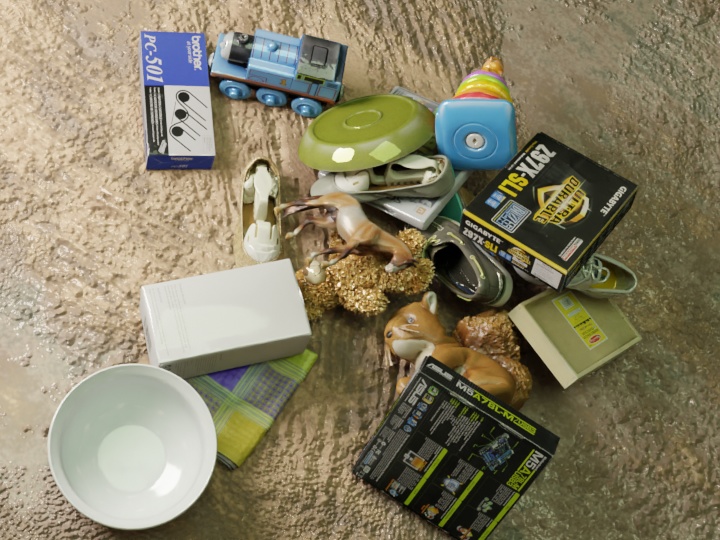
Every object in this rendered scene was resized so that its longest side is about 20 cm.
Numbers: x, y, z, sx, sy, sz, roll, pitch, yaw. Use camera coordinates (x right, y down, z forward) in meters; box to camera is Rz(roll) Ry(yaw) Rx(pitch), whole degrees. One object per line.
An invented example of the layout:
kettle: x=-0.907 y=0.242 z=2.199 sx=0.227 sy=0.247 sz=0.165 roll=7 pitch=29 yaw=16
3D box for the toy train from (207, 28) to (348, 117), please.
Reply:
toy train: x=-0.115 y=-0.287 z=1.767 sx=0.200 sy=0.114 sz=0.087 roll=13 pitch=64 yaw=-8

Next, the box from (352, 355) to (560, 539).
box: x=0.115 y=0.230 z=1.551 sx=0.193 sy=0.200 sz=0.048 roll=30 pitch=34 yaw=1

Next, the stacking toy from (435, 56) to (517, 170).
stacking toy: x=0.173 y=-0.239 z=1.749 sx=0.110 sy=0.116 sz=0.200 roll=2 pitch=42 yaw=14

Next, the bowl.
bowl: x=-0.278 y=0.222 z=1.517 sx=0.201 sy=0.090 sz=0.201 roll=5 pitch=67 yaw=-11

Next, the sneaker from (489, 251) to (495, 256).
sneaker: x=0.232 y=-0.037 z=1.733 sx=0.200 sy=0.076 sz=0.077 roll=13 pitch=51 yaw=-38

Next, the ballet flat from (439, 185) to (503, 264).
ballet flat: x=0.159 y=-0.053 z=1.757 sx=0.072 sy=0.068 sz=0.200 roll=-1 pitch=56 yaw=-32

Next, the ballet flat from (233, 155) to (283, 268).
ballet flat: x=-0.137 y=-0.067 z=1.693 sx=0.070 sy=0.065 sz=0.200 roll=-2 pitch=67 yaw=-12

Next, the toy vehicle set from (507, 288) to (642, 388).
toy vehicle set: x=0.295 y=0.076 z=1.702 sx=0.200 sy=0.027 sz=0.124 roll=-20 pitch=70 yaw=-50

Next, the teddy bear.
teddy bear: x=0.000 y=0.000 z=1.662 sx=0.200 sy=0.067 sz=0.145 roll=0 pitch=64 yaw=8

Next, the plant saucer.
plant saucer: x=0.006 y=-0.198 z=1.733 sx=0.200 sy=0.031 sz=0.200 roll=-11 pitch=31 yaw=6

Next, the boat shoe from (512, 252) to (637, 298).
boat shoe: x=0.297 y=-0.003 z=1.672 sx=0.202 sy=0.086 sz=0.075 roll=20 pitch=76 yaw=-34

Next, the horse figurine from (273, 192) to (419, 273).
horse figurine: x=-0.029 y=-0.055 z=1.642 sx=0.132 sy=0.050 sz=0.200 roll=-19 pitch=42 yaw=-24

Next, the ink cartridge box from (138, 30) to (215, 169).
ink cartridge box: x=-0.259 y=-0.239 z=1.751 sx=0.094 sy=0.044 sz=0.200 roll=-1 pitch=67 yaw=-16

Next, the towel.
towel: x=-0.163 y=0.146 z=1.617 sx=0.144 sy=0.023 sz=0.200 roll=36 pitch=64 yaw=5

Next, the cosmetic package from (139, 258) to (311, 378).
cosmetic package: x=-0.173 y=0.064 z=1.595 sx=0.200 sy=0.081 sz=0.113 roll=-8 pitch=68 yaw=-17

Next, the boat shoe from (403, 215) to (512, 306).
boat shoe: x=0.121 y=-0.020 z=1.689 sx=0.060 sy=0.072 sz=0.202 roll=7 pitch=26 yaw=-44

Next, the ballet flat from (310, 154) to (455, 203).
ballet flat: x=0.028 y=-0.131 z=1.701 sx=0.200 sy=0.064 sz=0.067 roll=-3 pitch=55 yaw=6

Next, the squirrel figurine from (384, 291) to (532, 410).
squirrel figurine: x=0.126 y=0.120 z=1.653 sx=0.200 sy=0.142 sz=0.187 roll=-16 pitch=57 yaw=-39

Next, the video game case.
video game case: x=0.070 y=-0.164 z=1.773 sx=0.182 sy=0.023 sz=0.200 roll=27 pitch=61 yaw=24

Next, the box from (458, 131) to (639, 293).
box: x=0.248 y=-0.080 z=1.642 sx=0.160 sy=0.049 sz=0.200 roll=32 pitch=54 yaw=20
